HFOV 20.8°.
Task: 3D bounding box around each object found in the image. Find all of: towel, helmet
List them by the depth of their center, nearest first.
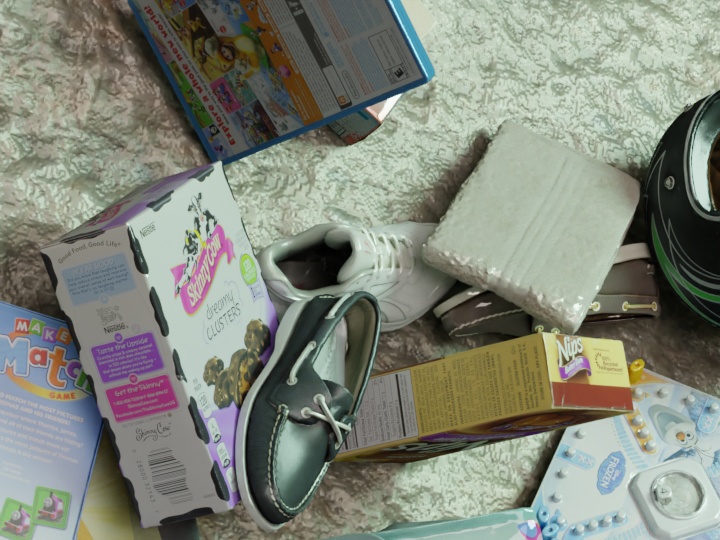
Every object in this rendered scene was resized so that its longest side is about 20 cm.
[{"bbox_3d":[0.134,-0.036,1.499,0.132,0.035,0.200,25,40,9],"label":"towel"},{"bbox_3d":[0.319,-0.043,1.553,0.199,0.189,0.202,-26,124,-46],"label":"helmet"}]

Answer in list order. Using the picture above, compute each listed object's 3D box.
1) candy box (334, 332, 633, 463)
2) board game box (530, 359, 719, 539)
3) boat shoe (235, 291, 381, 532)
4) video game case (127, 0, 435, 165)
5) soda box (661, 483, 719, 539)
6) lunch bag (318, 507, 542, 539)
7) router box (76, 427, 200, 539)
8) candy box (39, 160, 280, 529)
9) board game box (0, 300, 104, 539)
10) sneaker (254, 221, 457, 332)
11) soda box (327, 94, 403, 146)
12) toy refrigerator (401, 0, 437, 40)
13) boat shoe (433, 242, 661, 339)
[{"bbox_3d":[0.078,0.093,1.389,0.116,0.199,0.057,8,72,-53],"label":"candy box"},{"bbox_3d":[0.242,0.170,1.490,0.198,0.026,0.201,22,56,12],"label":"board game box"},{"bbox_3d":[-0.032,0.087,1.328,0.076,0.060,0.201,52,35,-35],"label":"boat shoe"},{"bbox_3d":[-0.059,-0.168,1.408,0.144,0.199,0.018,62,34,-14],"label":"video game case"},{"bbox_3d":[0.229,0.243,1.505,0.199,0.068,0.064,-38,91,-27],"label":"soda box"},{"bbox_3d":[0.035,0.264,1.389,0.198,0.122,0.172,-5,80,-12],"label":"lunch bag"},{"bbox_3d":[-0.197,0.160,1.348,0.156,0.052,0.202,-9,81,-26],"label":"router box"},{"bbox_3d":[-0.120,0.046,1.330,0.202,0.071,0.168,71,23,-11],"label":"candy box"},{"bbox_3d":[-0.250,0.120,1.285,0.150,0.037,0.202,19,69,-17],"label":"board game box"},{"bbox_3d":[0.000,0.000,1.448,0.198,0.099,0.079,-15,73,-27],"label":"sneaker"},{"bbox_3d":[-0.050,-0.190,1.500,0.200,0.063,0.069,41,64,-10],"label":"soda box"},{"bbox_3d":[-0.042,-0.226,1.441,0.076,0.070,0.200,-43,95,-20],"label":"toy refrigerator"},{"bbox_3d":[0.150,0.028,1.528,0.198,0.072,0.060,-13,81,-30],"label":"boat shoe"}]
